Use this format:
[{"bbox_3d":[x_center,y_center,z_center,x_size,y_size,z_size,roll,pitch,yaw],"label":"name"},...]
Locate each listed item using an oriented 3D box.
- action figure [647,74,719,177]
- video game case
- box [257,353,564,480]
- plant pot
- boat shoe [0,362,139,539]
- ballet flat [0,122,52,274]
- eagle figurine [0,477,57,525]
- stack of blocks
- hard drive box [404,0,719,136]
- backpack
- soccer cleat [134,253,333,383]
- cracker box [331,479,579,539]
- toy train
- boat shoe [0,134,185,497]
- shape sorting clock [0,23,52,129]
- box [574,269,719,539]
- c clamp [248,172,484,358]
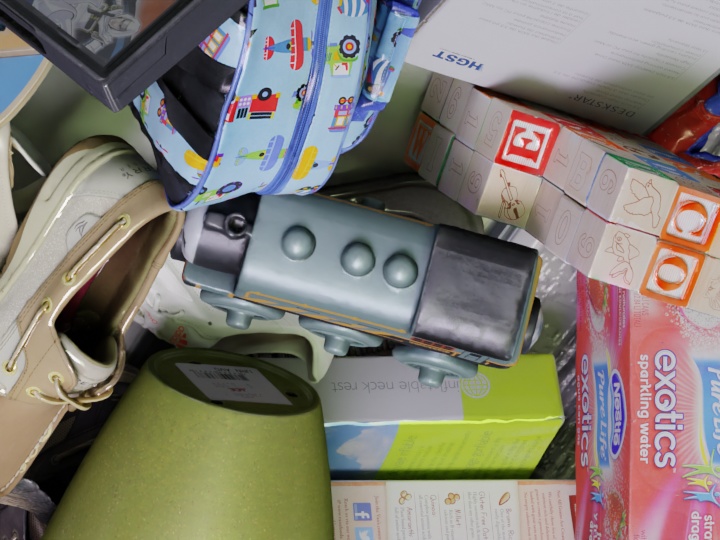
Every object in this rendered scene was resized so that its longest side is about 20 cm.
[{"bbox_3d":[0.215,-0.103,1.447,0.099,0.065,0.200,-5,156,-31],"label":"action figure"},{"bbox_3d":[-0.095,-0.184,1.224,0.200,0.181,0.026,-42,147,-16],"label":"video game case"},{"bbox_3d":[0.004,0.093,1.543,0.199,0.048,0.122,0,152,-12],"label":"box"},{"bbox_3d":[-0.089,0.149,1.414,0.186,0.187,0.201,8,106,-17],"label":"plant pot"},{"bbox_3d":[-0.185,0.137,1.545,0.074,0.073,0.200,27,116,-27],"label":"boat shoe"},{"bbox_3d":[-0.177,-0.021,1.370,0.069,0.070,0.200,-15,146,-1],"label":"ballet flat"},{"bbox_3d":[-0.252,0.071,1.442,0.151,0.152,0.201,-20,107,-35],"label":"eagle figurine"},{"bbox_3d":[0.112,-0.044,1.393,0.115,0.200,0.059,16,101,-23],"label":"stack of blocks"},{"bbox_3d":[0.127,-0.160,1.342,0.155,0.077,0.200,16,149,-22],"label":"hard drive box"},{"bbox_3d":[-0.041,-0.123,1.309,0.134,0.200,0.183,9,122,-18],"label":"backpack"},{"bbox_3d":[-0.103,0.008,1.447,0.199,0.078,0.069,11,164,-7],"label":"soccer cleat"},{"bbox_3d":[0.030,0.166,1.581,0.199,0.058,0.134,0,158,-14],"label":"cracker box"},{"bbox_3d":[0.000,0.000,1.376,0.199,0.114,0.086,16,82,-3],"label":"toy train"},{"bbox_3d":[-0.150,0.033,1.344,0.074,0.066,0.200,1,119,-54],"label":"boat shoe"},{"bbox_3d":[-0.228,-0.139,1.279,0.199,0.201,0.039,-20,165,3],"label":"shape sorting clock"},{"bbox_3d":[0.180,0.078,1.504,0.102,0.095,0.201,2,86,-14],"label":"box"},{"bbox_3d":[-0.002,0.023,1.530,0.199,0.027,0.171,-5,125,-7],"label":"c clamp"}]
